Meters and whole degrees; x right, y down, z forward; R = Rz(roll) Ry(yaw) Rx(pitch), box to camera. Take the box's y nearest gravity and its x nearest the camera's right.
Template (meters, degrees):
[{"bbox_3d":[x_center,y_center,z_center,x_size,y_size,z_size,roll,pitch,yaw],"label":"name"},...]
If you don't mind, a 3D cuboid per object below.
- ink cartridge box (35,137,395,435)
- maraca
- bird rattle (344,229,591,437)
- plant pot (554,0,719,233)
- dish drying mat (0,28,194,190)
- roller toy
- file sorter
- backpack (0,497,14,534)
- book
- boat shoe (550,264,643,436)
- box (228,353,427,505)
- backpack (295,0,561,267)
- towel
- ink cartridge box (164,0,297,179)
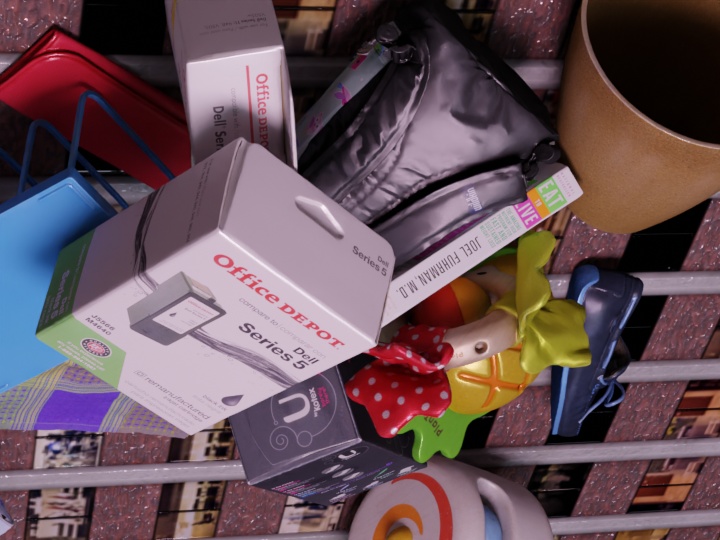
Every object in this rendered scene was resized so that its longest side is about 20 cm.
[{"bbox_3d":[-0.098,0.016,1.319,0.145,0.084,0.200,36,136,-28],"label":"ink cartridge box"},{"bbox_3d":[0.094,0.070,1.658,0.200,0.107,0.137,-53,130,-17],"label":"maraca"},{"bbox_3d":[0.076,0.052,1.536,0.200,0.163,0.113,-28,111,-6],"label":"bird rattle"},{"bbox_3d":[0.222,-0.117,1.486,0.186,0.187,0.200,0,150,-17],"label":"plant pot"},{"bbox_3d":[-0.178,-0.111,1.473,0.077,0.018,0.200,-37,135,25],"label":"dish drying mat"},{"bbox_3d":[0.078,0.273,1.863,0.140,0.200,0.183,23,92,-36],"label":"roller toy"},{"bbox_3d":[-0.244,-0.020,1.451,0.200,0.123,0.139,-26,127,21],"label":"file sorter"},{"bbox_3d":[-0.396,0.194,1.630,0.190,0.200,0.154,40,85,-36],"label":"backpack"},{"bbox_3d":[0.065,-0.017,1.510,0.200,0.134,0.048,-33,97,-10],"label":"book"},{"bbox_3d":[0.212,0.083,1.759,0.069,0.084,0.200,3,140,-4],"label":"boat shoe"},{"bbox_3d":[-0.032,0.118,1.647,0.106,0.122,0.200,-22,163,12],"label":"box"},{"bbox_3d":[0.030,-0.090,1.465,0.167,0.127,0.200,44,109,-11],"label":"backpack"},{"bbox_3d":[-0.217,0.107,1.678,0.200,0.023,0.144,7,150,-27],"label":"towel"},{"bbox_3d":[-0.091,-0.143,1.323,0.067,0.200,0.117,-9,139,-7],"label":"ink cartridge box"}]
